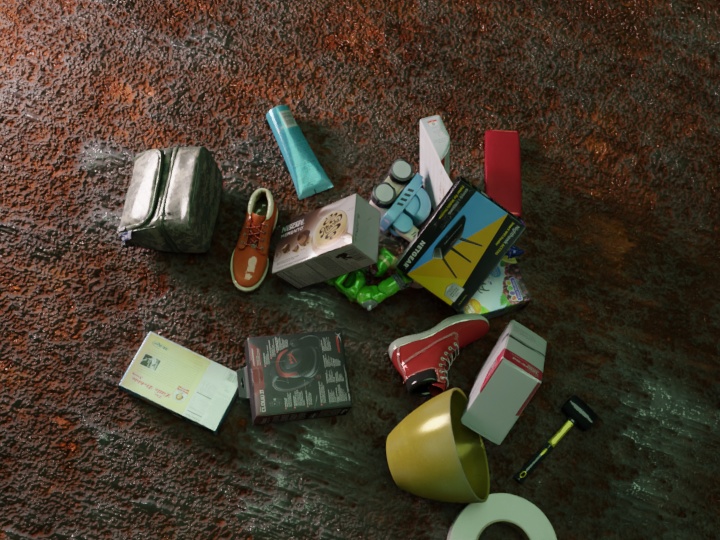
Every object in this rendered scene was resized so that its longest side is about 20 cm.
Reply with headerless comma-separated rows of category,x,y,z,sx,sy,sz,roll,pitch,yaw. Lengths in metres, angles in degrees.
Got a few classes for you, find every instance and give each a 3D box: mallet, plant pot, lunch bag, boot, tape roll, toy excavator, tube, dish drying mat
mallet,0.367,0.327,1.623,0.066,0.041,0.200,36,74,13
plant pot,0.129,0.322,1.537,0.141,0.200,0.201,-18,69,19
lunch bag,-0.374,-0.135,1.691,0.167,0.139,0.201,0,67,13
boot,-0.208,-0.061,1.687,0.075,0.107,0.201,11,70,-2
tape roll,0.251,0.499,1.544,0.202,0.037,0.204,2,69,-5
toy excavator,0.097,-0.092,1.737,0.200,0.100,0.195,36,71,0
tube,-0.132,-0.246,1.799,0.077,0.050,0.201,-24,77,-9
boot,0.166,0.164,1.616,0.199,0.073,0.144,-22,39,-6
dish drying mat,0.300,-0.204,1.832,0.076,0.018,0.201,4,69,-3

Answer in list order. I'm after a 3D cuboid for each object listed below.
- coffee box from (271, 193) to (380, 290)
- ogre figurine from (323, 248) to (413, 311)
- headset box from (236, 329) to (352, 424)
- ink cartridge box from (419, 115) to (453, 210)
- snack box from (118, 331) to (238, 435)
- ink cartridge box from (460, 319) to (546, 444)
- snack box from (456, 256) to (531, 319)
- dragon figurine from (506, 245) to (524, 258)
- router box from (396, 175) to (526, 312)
coffee box,-0.065,-0.051,1.640,0.199,0.080,0.114,-18,52,35
ogre figurine,0.000,0.000,1.682,0.200,0.098,0.120,38,75,13
headset box,-0.126,0.196,1.597,0.199,0.075,0.149,-5,69,-15
ink cartridge box,0.165,-0.181,1.703,0.050,0.163,0.201,-15,50,-9
snack box,-0.329,0.207,1.607,0.199,0.037,0.117,25,67,5
ink cartridge box,0.260,0.195,1.555,0.083,0.200,0.146,30,111,5
snack box,0.236,-0.006,1.730,0.142,0.053,0.201,-16,71,-9
dragon figurine,0.207,-0.031,1.655,0.199,0.100,0.059,-7,69,-5
router box,0.181,-0.048,1.583,0.149,0.051,0.200,34,107,-5
